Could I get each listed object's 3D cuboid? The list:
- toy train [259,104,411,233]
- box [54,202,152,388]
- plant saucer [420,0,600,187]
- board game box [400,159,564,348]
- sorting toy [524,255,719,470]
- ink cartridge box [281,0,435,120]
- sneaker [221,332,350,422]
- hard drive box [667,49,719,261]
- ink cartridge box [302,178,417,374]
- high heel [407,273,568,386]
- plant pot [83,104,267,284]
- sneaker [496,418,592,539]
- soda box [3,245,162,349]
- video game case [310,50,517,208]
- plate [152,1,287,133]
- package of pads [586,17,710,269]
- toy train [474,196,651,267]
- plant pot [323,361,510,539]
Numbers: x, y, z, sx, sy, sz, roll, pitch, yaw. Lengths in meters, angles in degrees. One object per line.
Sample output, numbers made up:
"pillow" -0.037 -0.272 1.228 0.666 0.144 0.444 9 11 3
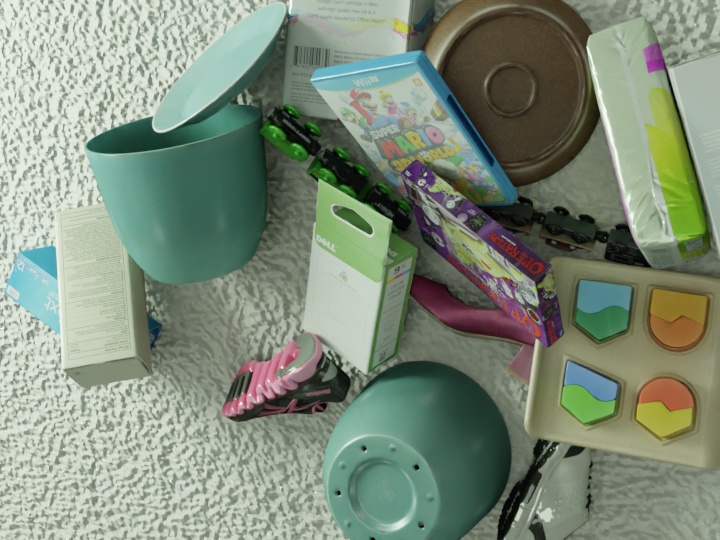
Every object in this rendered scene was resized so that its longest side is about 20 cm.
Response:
"toy train" -0.026 -0.106 1.044 0.199 0.056 0.042 39 73 -16
"box" -0.308 0.028 1.149 0.093 0.078 0.204 -8 68 -2
"plant saucer" 0.151 -0.183 0.972 0.196 0.035 0.204 1 104 3
"board game box" 0.121 -0.018 0.964 0.032 0.120 0.200 -41 53 -8
"sorting toy" 0.272 0.089 0.955 0.196 0.036 0.189 8 84 12
"ink cartridge box" 0.001 -0.263 1.026 0.143 0.083 0.204 10 102 21
"sneaker" -0.087 0.146 1.128 0.095 0.080 0.199 36 140 -25
"hard drive box" 0.347 -0.096 0.870 0.076 0.155 0.204 -15 92 23
"ink cartridge box" 0.000 0.000 1.033 0.103 0.059 0.203 33 132 30
"high heel" 0.139 0.036 1.038 0.199 0.067 0.097 35 93 11
"plant pot" -0.193 -0.082 1.082 0.197 0.201 0.164 -1 112 22
"sneaker" 0.219 0.221 1.030 0.079 0.074 0.203 23 111 0
"soda box" -0.357 0.050 1.233 0.198 0.068 0.065 34 109 14
"video game case" 0.055 -0.134 0.966 0.142 0.018 0.200 2 144 43
"plate" -0.150 -0.218 1.056 0.198 0.202 0.026 -31 121 24
"package of pads" 0.268 -0.109 0.888 0.067 0.154 0.204 -14 78 19
"toy train" 0.213 -0.041 0.996 0.197 0.046 0.035 17 66 17
"plant pot" 0.049 0.216 1.039 0.197 0.161 0.205 3 99 21
